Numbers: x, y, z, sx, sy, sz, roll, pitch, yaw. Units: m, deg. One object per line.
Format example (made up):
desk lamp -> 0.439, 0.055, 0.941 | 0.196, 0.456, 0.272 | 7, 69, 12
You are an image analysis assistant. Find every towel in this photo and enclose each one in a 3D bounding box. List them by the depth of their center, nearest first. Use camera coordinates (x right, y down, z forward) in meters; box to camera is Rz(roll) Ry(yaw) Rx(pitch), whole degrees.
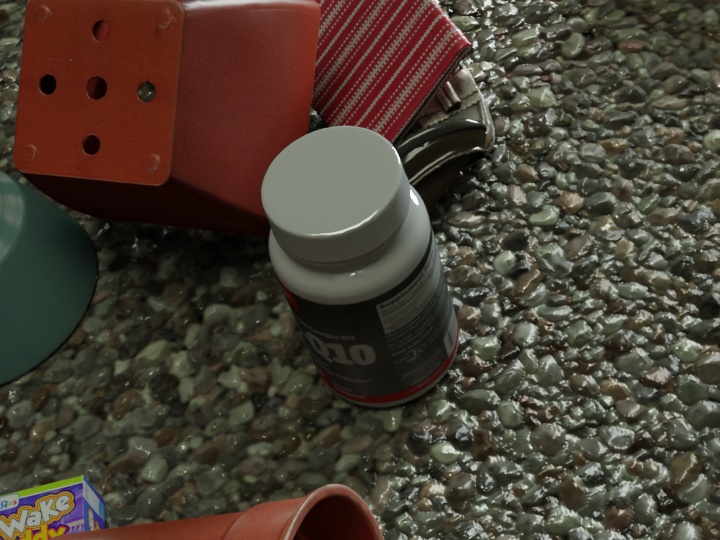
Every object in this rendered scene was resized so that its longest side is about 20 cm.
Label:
towel -> 0.005, -0.192, 1.169 | 0.145, 0.022, 0.200 | -52, 48, 20

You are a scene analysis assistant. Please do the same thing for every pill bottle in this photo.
pill bottle -> 0.000, 0.000, 0.957 | 0.114, 0.200, 0.114 | -8, 52, 10

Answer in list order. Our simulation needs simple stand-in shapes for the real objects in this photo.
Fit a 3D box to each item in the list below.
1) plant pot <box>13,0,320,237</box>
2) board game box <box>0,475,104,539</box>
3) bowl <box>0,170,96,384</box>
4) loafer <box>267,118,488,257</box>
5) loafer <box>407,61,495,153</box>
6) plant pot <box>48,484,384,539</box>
plant pot -> -0.163, -0.135, 1.066 | 0.199, 0.176, 0.201 | 7, 92, 19
board game box -> -0.280, 0.236, 0.955 | 0.200, 0.045, 0.135 | -15, 51, 4
bowl -> -0.330, -0.009, 1.117 | 0.200, 0.105, 0.201 | -7, 53, 9
loafer -> 0.024, -0.046, 1.076 | 0.200, 0.073, 0.071 | -35, 79, 3
loafer -> 0.053, -0.173, 1.162 | 0.072, 0.063, 0.200 | -24, 51, -3
plant pot -> -0.100, 0.234, 0.827 | 0.195, 0.201, 0.201 | -5, 52, 22
